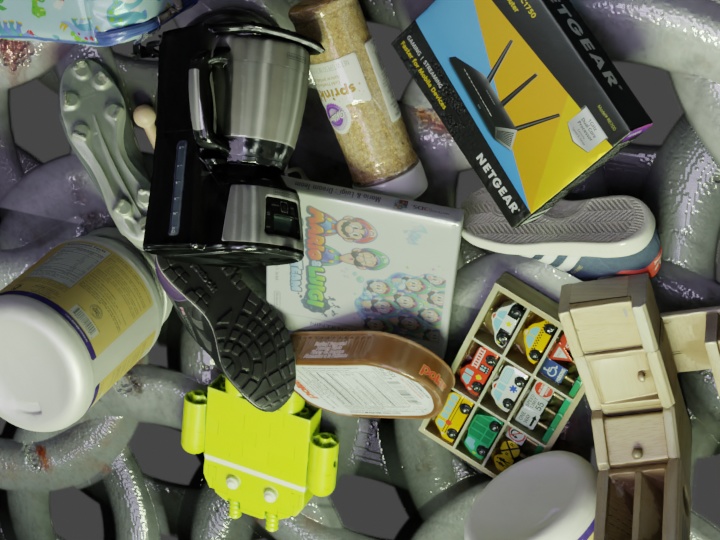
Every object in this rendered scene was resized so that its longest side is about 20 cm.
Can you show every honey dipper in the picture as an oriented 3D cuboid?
[{"bbox_3d":[-0.176,-0.074,1.715,0.038,0.038,0.201,-17,104,32],"label":"honey dipper"}]

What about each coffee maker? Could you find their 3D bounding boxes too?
[{"bbox_3d":[-0.124,-0.105,1.514,0.192,0.134,0.202,-3,80,61],"label":"coffee maker"}]

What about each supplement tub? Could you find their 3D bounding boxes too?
[{"bbox_3d":[0.203,0.290,1.640,0.145,0.146,0.201,-18,118,32],"label":"supplement tub"},{"bbox_3d":[-0.289,0.054,1.725,0.144,0.200,0.147,11,120,20],"label":"supplement tub"}]

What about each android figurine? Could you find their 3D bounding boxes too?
[{"bbox_3d":[-0.107,0.187,1.815,0.181,0.041,0.202,18,120,17],"label":"android figurine"}]

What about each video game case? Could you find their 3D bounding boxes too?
[{"bbox_3d":[0.000,0.000,1.613,0.180,0.024,0.201,11,139,6],"label":"video game case"}]

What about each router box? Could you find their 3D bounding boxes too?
[{"bbox_3d":[0.136,-0.161,1.472,0.149,0.051,0.201,-41,78,36],"label":"router box"}]

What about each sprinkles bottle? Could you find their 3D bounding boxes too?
[{"bbox_3d":[-0.001,-0.155,1.563,0.068,0.068,0.201,-11,110,30],"label":"sprinkles bottle"}]

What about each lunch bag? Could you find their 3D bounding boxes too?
[{"bbox_3d":[-0.249,-0.267,1.571,0.198,0.161,0.083,6,120,26],"label":"lunch bag"}]

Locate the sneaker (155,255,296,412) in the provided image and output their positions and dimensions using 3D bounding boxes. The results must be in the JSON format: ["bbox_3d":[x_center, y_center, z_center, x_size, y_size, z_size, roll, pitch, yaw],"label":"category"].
[{"bbox_3d":[-0.132,0.053,1.687,0.201,0.075,0.088,57,160,7],"label":"sneaker"}]

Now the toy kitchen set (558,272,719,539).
[{"bbox_3d":[0.271,0.130,1.491,0.162,0.181,0.201,-9,129,20],"label":"toy kitchen set"}]

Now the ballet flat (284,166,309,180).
[{"bbox_3d":[-0.092,-0.092,1.647,0.070,0.071,0.201,-31,101,35],"label":"ballet flat"}]

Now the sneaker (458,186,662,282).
[{"bbox_3d":[0.180,-0.026,1.546,0.199,0.075,0.085,11,153,36],"label":"sneaker"}]

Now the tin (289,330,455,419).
[{"bbox_3d":[0.001,0.103,1.672,0.199,0.042,0.112,-3,140,44],"label":"tin"}]

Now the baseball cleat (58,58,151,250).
[{"bbox_3d":[-0.250,-0.108,1.710,0.106,0.069,0.202,119,131,-75],"label":"baseball cleat"}]

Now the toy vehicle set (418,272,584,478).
[{"bbox_3d":[0.148,0.112,1.656,0.124,0.027,0.201,31,125,8],"label":"toy vehicle set"}]

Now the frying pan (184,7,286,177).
[{"bbox_3d":[-0.095,-0.161,1.603,0.190,0.031,0.115,44,92,-1],"label":"frying pan"}]
